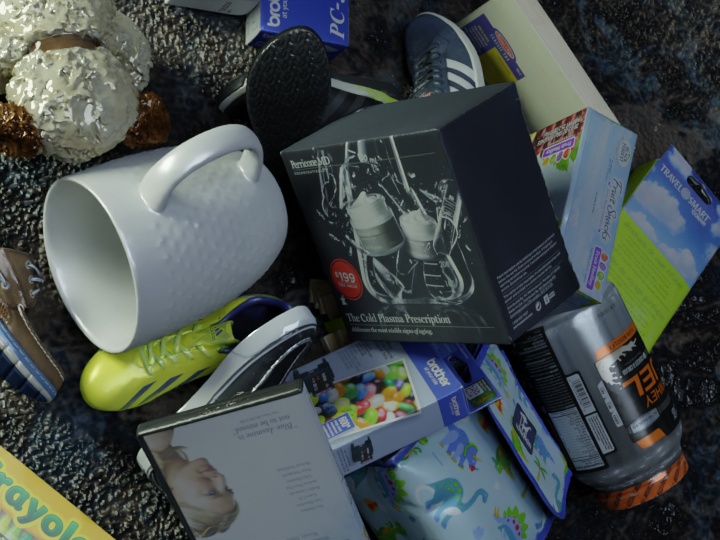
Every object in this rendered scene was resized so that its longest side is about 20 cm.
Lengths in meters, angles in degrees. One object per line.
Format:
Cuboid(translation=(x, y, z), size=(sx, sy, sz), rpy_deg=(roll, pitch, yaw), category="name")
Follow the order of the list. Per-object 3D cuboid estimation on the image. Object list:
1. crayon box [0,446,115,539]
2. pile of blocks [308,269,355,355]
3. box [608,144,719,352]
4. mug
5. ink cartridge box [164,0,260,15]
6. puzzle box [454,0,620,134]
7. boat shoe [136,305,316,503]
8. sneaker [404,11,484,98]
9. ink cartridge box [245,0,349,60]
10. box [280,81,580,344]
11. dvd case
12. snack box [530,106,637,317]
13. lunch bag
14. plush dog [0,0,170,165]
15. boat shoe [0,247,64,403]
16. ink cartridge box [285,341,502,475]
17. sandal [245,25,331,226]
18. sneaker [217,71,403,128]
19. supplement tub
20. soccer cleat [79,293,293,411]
Cuboid(translation=(-0.299, 0.240, 1.019), size=(0.200, 0.058, 0.173), rpy_deg=(42, 65, -14), category="crayon box")
Cuboid(translation=(0.000, 0.000, 1.218), size=(0.081, 0.062, 0.203), rpy_deg=(4, 78, -26), category="pile of blocks")
Cuboid(translation=(0.304, -0.022, 1.386), size=(0.122, 0.048, 0.200), rpy_deg=(46, 63, -13), category="box")
Cuboid(translation=(-0.145, -0.045, 1.078), size=(0.174, 0.201, 0.148), rpy_deg=(-23, 67, -37), category="mug")
Cuboid(translation=(-0.120, -0.353, 1.179), size=(0.083, 0.145, 0.203), rpy_deg=(3, 79, -25), category="ink cartridge box")
Cuboid(translation=(0.174, -0.180, 1.303), size=(0.025, 0.133, 0.201), rpy_deg=(-39, 99, -27), category="puzzle box")
Cuboid(translation=(-0.100, 0.117, 1.090), size=(0.200, 0.072, 0.068), rpy_deg=(-45, 72, 6), category="boat shoe")
Cuboid(translation=(0.074, -0.165, 1.256), size=(0.084, 0.075, 0.202), rpy_deg=(3, 59, -44), category="sneaker")
Cuboid(translation=(-0.059, -0.311, 1.259), size=(0.093, 0.044, 0.203), rpy_deg=(5, 78, -24), category="ink cartridge box")
Cuboid(translation=(0.055, -0.043, 1.092), size=(0.104, 0.198, 0.184), rpy_deg=(-32, 109, -37), category="box")
Cuboid(translation=(-0.082, 0.186, 1.071), size=(0.141, 0.018, 0.202), rpy_deg=(-16, 122, 8), category="dvd case")
Cuboid(translation=(0.162, -0.041, 1.231), size=(0.067, 0.199, 0.171), rpy_deg=(23, 71, -20), category="snack box")
Cuboid(translation=(0.101, 0.181, 1.204), size=(0.200, 0.127, 0.171), rpy_deg=(-42, 105, -36), category="lunch bag")
Cuboid(translation=(-0.238, -0.164, 1.054), size=(0.197, 0.161, 0.173), rpy_deg=(-9, 61, -29), category="plush dog")
Cuboid(translation=(-0.296, 0.014, 1.059), size=(0.072, 0.072, 0.201), rpy_deg=(-40, 99, -29), category="boat shoe")
Cuboid(translation=(0.011, 0.108, 1.138), size=(0.198, 0.120, 0.042), rpy_deg=(-22, 126, -9), category="ink cartridge box")
Cuboid(translation=(-0.065, -0.131, 1.169), size=(0.074, 0.202, 0.045), rpy_deg=(-2, 40, -5), category="sandal")
Cuboid(translation=(-0.035, -0.137, 1.217), size=(0.197, 0.072, 0.084), rpy_deg=(2, 71, -27), category="sneaker")
Cuboid(translation=(0.235, 0.122, 1.280), size=(0.122, 0.122, 0.202), rpy_deg=(-30, 96, -28), category="supplement tub")
Cuboid(translation=(-0.145, 0.064, 1.119), size=(0.198, 0.083, 0.066), rpy_deg=(-19, 89, -28), category="soccer cleat")
